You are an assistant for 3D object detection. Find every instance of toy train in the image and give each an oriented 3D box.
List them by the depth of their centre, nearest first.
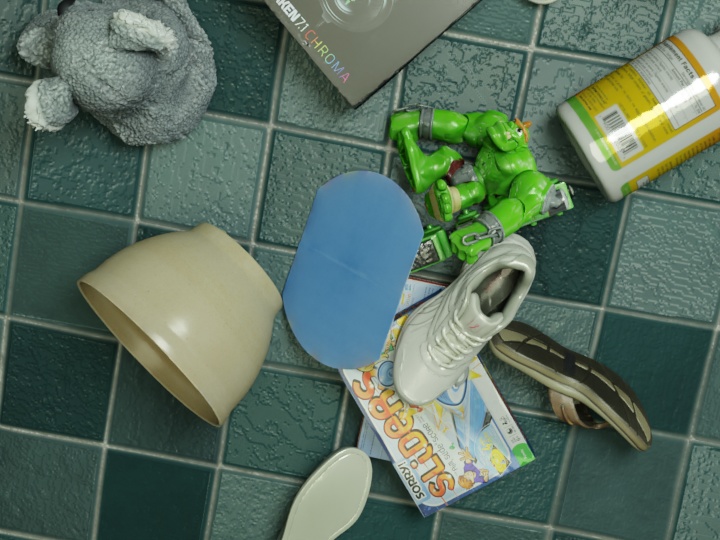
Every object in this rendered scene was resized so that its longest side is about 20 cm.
[{"bbox_3d":[0.123,-0.044,1.209,0.199,0.056,0.042,-21,99,7],"label":"toy train"}]

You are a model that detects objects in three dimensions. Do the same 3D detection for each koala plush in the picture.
[{"bbox_3d":[-0.230,-0.198,1.126,0.177,0.200,0.184,-32,98,8],"label":"koala plush"}]

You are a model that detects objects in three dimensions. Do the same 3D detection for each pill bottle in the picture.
[{"bbox_3d":[0.301,-0.162,1.149,0.200,0.111,0.111,-31,98,8],"label":"pill bottle"}]

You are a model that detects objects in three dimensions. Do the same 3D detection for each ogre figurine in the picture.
[{"bbox_3d":[0.111,-0.098,1.158,0.120,0.200,0.098,-16,120,-12],"label":"ogre figurine"}]

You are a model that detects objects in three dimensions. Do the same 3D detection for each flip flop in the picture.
[{"bbox_3d":[0.214,0.124,1.231,0.200,0.081,0.058,30,118,-1],"label":"flip flop"}]

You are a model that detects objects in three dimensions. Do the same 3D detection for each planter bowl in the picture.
[{"bbox_3d":[-0.163,0.039,1.187,0.135,0.200,0.200,-44,96,-17],"label":"planter bowl"}]

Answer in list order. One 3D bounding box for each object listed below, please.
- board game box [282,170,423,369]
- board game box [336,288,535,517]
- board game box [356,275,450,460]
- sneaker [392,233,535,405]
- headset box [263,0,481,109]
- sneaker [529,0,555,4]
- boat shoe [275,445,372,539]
[{"bbox_3d":[0.000,0.000,1.209,0.158,0.039,0.201,28,102,42],"label":"board game box"},{"bbox_3d":[0.075,0.139,1.238,0.135,0.034,0.200,-30,97,8],"label":"board game box"},{"bbox_3d":[0.064,0.109,1.261,0.103,0.019,0.201,12,101,2],"label":"board game box"},{"bbox_3d":[0.098,0.050,1.151,0.078,0.099,0.200,34,97,-5],"label":"sneaker"},{"bbox_3d":[0.017,-0.287,1.150,0.200,0.093,0.174,-39,97,9],"label":"headset box"},{"bbox_3d":[0.153,-0.351,1.123,0.076,0.105,0.201,-18,99,7],"label":"sneaker"},{"bbox_3d":[-0.052,0.266,1.274,0.073,0.062,0.200,22,104,-17],"label":"boat shoe"}]
